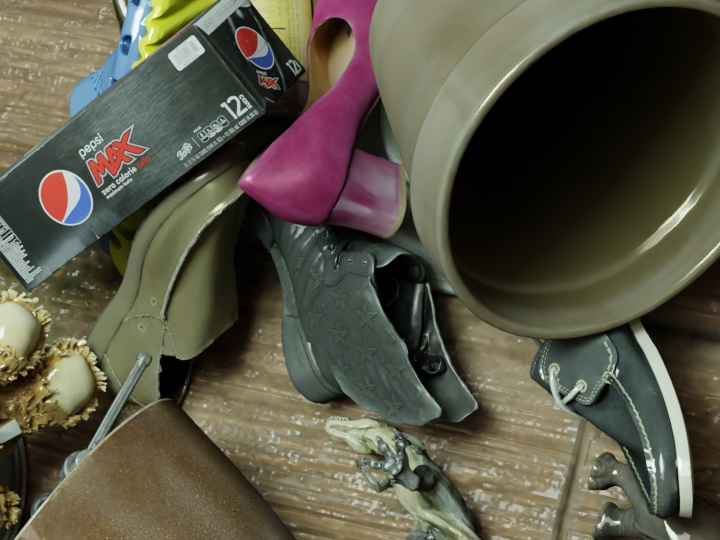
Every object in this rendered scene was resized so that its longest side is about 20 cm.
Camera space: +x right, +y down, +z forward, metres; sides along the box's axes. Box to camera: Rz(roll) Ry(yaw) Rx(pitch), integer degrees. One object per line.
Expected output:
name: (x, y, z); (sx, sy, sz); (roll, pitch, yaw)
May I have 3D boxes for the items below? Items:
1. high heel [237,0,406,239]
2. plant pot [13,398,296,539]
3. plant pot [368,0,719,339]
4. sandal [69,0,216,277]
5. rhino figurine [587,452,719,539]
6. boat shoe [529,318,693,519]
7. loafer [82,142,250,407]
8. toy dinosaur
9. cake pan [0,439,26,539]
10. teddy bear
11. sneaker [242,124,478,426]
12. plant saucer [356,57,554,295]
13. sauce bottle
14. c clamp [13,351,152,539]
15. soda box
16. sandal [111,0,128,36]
high heel: (-0.030, -0.105, 1.419); (0.067, 0.096, 0.200); (-45, 37, 44)
plant pot: (-0.086, 0.205, 1.369); (0.200, 0.187, 0.187); (38, 94, 10)
plant pot: (0.091, -0.092, 1.307); (0.200, 0.200, 0.174); (-47, 42, 7)
sandal: (-0.139, -0.096, 1.491); (0.087, 0.079, 0.201); (25, 112, 28)
rhino figurine: (0.137, 0.202, 1.314); (0.087, 0.060, 0.200); (15, 79, 28)
boat shoe: (0.126, 0.059, 1.332); (0.067, 0.072, 0.200); (-15, 47, -7)
loafer: (-0.099, 0.007, 1.454); (0.067, 0.076, 0.200); (38, 133, 7)
toy dinosaur: (0.040, 0.136, 1.367); (0.047, 0.088, 0.200); (-42, 62, 8)
cake pan: (-0.302, 0.137, 1.560); (0.200, 0.037, 0.201); (-7, 73, 24)
teddy bear: (-0.244, 0.094, 1.457); (0.200, 0.145, 0.067); (-54, 41, 14)
sneaker: (-0.002, 0.000, 1.428); (0.104, 0.060, 0.200); (-24, 74, 42)
plant saucer: (0.068, -0.087, 1.440); (0.200, 0.050, 0.201); (-7, 73, 23)
sauce bottle: (-0.056, -0.177, 1.519); (0.065, 0.065, 0.201); (-11, 69, 22)
c clamp: (-0.181, 0.148, 1.438); (0.027, 0.200, 0.171); (34, 64, -3)
soda box: (-0.128, -0.073, 1.405); (0.200, 0.071, 0.063); (-34, 100, 30)
sandal: (-0.133, -0.201, 1.568); (0.054, 0.082, 0.201); (-9, 63, 0)
